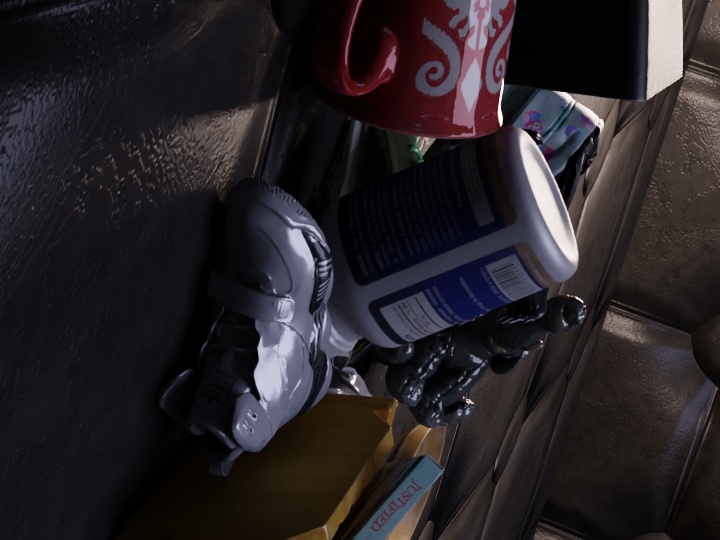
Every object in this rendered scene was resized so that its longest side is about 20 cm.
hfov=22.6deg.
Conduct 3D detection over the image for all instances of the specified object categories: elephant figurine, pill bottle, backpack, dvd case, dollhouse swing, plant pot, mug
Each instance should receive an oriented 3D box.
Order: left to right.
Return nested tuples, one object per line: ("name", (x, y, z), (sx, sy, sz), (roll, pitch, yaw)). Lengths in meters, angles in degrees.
("dollhouse swing", (-0.069, 0.211, 1.282), (0.200, 0.181, 0.176), (-50, 136, -55))
("dvd case", (-0.017, 0.195, 1.288), (0.146, 0.022, 0.200), (-47, -176, -14))
("plant pot", (0.047, 0.259, 2.058), (0.200, 0.027, 0.201), (20, 90, -75))
("pill bottle", (0.042, -0.014, 1.266), (0.116, 0.199, 0.116), (56, 20, -34))
("mug", (0.048, -0.197, 1.186), (0.178, 0.133, 0.201), (-77, 178, -68))
("elephant figurine", (0.118, 0.050, 1.687), (0.200, 0.155, 0.141), (-38, 154, 15))
("backpack", (0.118, -0.082, 1.575), (0.200, 0.126, 0.167), (-50, -173, 35))
("plant pot", (0.160, -0.248, 1.463), (0.199, 0.199, 0.178), (-31, 128, -68))

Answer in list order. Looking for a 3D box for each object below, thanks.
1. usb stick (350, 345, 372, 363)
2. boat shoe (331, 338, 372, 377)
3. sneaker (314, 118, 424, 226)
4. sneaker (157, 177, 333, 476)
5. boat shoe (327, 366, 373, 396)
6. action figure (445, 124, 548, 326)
("usb stick", (0.000, 0.000, 1.499), (0.055, 0.033, 0.200), (-49, 157, -38))
("boat shoe", (-0.035, 0.050, 1.363), (0.200, 0.065, 0.073), (-35, 144, -66))
("sneaker", (0.029, -0.072, 1.378), (0.077, 0.088, 0.201), (52, 55, -76))
("sneaker", (-0.075, 0.043, 1.178), (0.115, 0.075, 0.200), (-48, 147, -39))
("boat shoe", (-0.017, 0.118, 1.541), (0.200, 0.072, 0.069), (42, 47, -68))
("action figure", (0.097, -0.050, 1.457), (0.102, 0.119, 0.201), (-37, 123, -44))
